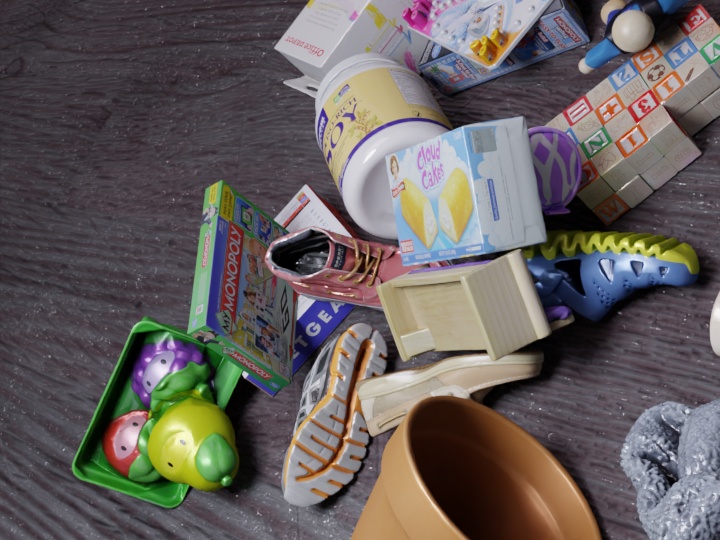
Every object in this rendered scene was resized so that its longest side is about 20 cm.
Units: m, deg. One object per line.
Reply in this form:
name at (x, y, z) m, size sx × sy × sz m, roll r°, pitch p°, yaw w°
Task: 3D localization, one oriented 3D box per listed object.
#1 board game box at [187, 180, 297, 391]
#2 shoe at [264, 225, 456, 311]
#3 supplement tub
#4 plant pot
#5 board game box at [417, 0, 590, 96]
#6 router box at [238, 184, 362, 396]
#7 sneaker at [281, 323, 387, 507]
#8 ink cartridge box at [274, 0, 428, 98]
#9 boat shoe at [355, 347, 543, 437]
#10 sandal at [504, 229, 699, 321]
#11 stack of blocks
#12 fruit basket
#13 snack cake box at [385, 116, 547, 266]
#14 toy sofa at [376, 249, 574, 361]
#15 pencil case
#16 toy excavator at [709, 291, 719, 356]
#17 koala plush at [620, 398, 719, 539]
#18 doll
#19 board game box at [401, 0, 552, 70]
board game box at (-0.123, 0.015, 1.447) m, size 0.029 × 0.134 × 0.201 m, roll -26°, pitch 44°, yaw 30°
shoe at (0.000, 0.000, 1.404) m, size 0.199 × 0.091 × 0.072 m, roll 3°, pitch 76°, yaw 26°
supplement tub at (0.030, -0.144, 1.494) m, size 0.145 × 0.145 × 0.200 m, roll -41°, pitch 37°, yaw 14°
plant pot at (0.081, 0.225, 1.101) m, size 0.140 × 0.199 × 0.201 m, roll -53°, pitch 33°, yaw 26°
board game box at (0.186, -0.309, 1.539) m, size 0.199 × 0.062 × 0.201 m, roll -1°, pitch 59°, yaw 46°
router box at (-0.084, 0.020, 1.556) m, size 0.200 × 0.049 × 0.180 m, roll -47°, pitch 36°, yaw 6°
sneaker at (-0.034, 0.153, 1.378) m, size 0.077 × 0.078 × 0.201 m, roll -17°, pitch 43°, yaw 56°
ink cartridge box at (0.002, -0.288, 1.663) m, size 0.200 × 0.125 × 0.128 m, roll -53°, pitch 36°, yaw -2°
boat shoe at (0.090, 0.117, 1.282) m, size 0.199 × 0.071 × 0.065 m, roll -16°, pitch 83°, yaw 32°
sandal at (0.221, 0.006, 1.233) m, size 0.199 × 0.079 × 0.088 m, roll 2°, pitch 93°, yaw 42°
stack of blocks at (0.286, -0.152, 1.297) m, size 0.200 × 0.059 × 0.115 m, roll -39°, pitch 38°, yaw 17°
fruit basket at (-0.214, 0.170, 1.474) m, size 0.216 × 0.155 × 0.216 m, roll -55°, pitch 22°, yaw 35°
snack cake box at (0.094, -0.071, 1.253) m, size 0.200 × 0.067 × 0.116 m, roll 170°, pitch 89°, yaw -71°
toy sofa at (0.104, 0.030, 1.243) m, size 0.097 × 0.083 × 0.200 m, roll -24°, pitch 6°, yaw -22°
pencil case at (0.146, -0.091, 1.321) m, size 0.200 × 0.083 × 0.086 m, roll 172°, pitch 96°, yaw -75°
toy excavator at (0.350, -0.022, 1.037) m, size 0.099 × 0.194 × 0.201 m, roll 12°, pitch 92°, yaw 40°
koala plush at (0.306, 0.127, 0.949) m, size 0.200 × 0.177 × 0.184 m, roll -44°, pitch 26°, yaw 16°
doll at (0.272, -0.246, 1.329) m, size 0.136 × 0.049 × 0.200 m, roll -37°, pitch 8°, yaw 19°
board game box at (0.157, -0.338, 1.521) m, size 0.200 × 0.026 × 0.200 m, roll -51°, pitch 36°, yaw 1°
